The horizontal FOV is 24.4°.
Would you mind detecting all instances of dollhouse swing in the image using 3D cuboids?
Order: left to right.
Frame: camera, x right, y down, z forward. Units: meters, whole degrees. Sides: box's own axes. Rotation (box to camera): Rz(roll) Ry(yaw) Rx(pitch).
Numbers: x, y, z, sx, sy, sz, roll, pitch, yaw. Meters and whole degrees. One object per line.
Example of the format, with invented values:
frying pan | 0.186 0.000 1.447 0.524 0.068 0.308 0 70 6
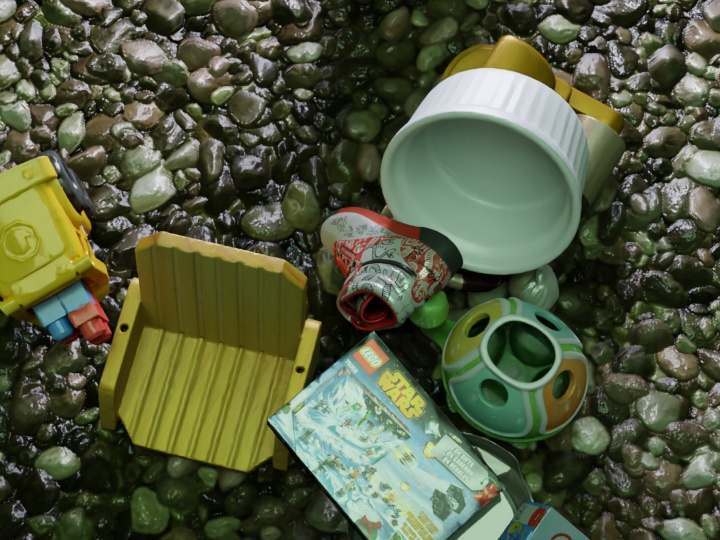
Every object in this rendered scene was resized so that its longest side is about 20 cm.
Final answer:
dollhouse swing | -0.152 0.085 1.638 0.200 0.176 0.182 14 74 4

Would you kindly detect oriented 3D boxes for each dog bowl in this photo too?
dog bowl | 0.086 0.262 1.640 0.200 0.059 0.200 0 73 2

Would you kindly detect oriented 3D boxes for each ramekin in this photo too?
ramekin | 0.129 -0.102 1.636 0.200 0.201 0.098 19 46 7

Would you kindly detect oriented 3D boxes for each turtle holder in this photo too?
turtle holder | 0.145 0.080 1.656 0.141 0.132 0.186 -28 75 -7

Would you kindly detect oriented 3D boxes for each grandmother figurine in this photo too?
grandmother figurine | 0.118 -0.021 1.728 0.200 0.061 0.121 31 68 7

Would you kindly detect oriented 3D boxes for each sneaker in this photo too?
sneaker | 0.000 -0.001 1.660 0.201 0.067 0.108 14 51 48

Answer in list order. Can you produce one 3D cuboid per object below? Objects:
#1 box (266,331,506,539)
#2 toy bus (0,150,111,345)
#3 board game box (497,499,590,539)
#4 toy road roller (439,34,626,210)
box | 0.024 0.178 1.604 0.137 0.040 0.200 -39 84 -10
toy bus | -0.310 -0.004 1.663 0.136 0.200 0.192 -32 84 -3
board game box | 0.180 0.355 1.570 0.200 0.056 0.196 42 76 -15
toy road roller | 0.174 -0.158 1.721 0.200 0.146 0.123 31 76 10
